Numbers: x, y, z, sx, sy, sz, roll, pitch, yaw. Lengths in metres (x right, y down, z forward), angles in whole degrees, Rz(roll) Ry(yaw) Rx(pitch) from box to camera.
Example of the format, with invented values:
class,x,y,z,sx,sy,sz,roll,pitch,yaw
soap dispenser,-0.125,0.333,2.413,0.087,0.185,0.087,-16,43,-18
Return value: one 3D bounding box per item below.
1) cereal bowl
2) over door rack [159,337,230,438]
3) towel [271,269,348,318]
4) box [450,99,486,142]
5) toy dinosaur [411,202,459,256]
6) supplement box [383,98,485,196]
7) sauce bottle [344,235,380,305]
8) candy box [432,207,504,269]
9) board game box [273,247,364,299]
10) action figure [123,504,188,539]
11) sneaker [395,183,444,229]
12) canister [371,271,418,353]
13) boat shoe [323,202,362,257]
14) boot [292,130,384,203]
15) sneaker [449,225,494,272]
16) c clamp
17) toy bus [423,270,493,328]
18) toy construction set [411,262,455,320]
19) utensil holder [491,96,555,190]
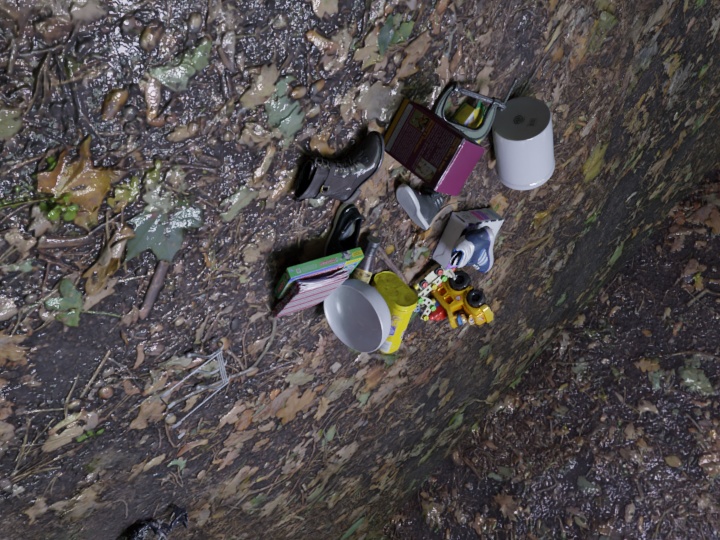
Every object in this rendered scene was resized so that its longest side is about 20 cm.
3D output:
class,x,y,z,sx,sy,sz,roll,pitch,yaw
cereal bowl,0.002,0.107,1.601,0.083,0.199,0.202,-36,149,-40
over door rack,-0.394,0.270,1.449,0.200,0.066,0.149,-51,155,-37
towel,-0.127,0.057,1.516,0.145,0.030,0.200,-16,165,-33
box,0.256,-0.342,1.594,0.200,0.048,0.117,-50,147,8
toy dinosaur,0.191,-0.131,1.754,0.201,0.060,0.106,-52,169,23
supplement box,0.161,-0.281,1.400,0.103,0.200,0.132,4,124,-51
sauce bottle,0.000,0.000,1.646,0.066,0.066,0.202,-12,132,-43
candy box,0.339,-0.103,1.930,0.198,0.071,0.169,-12,134,-42
board game box,-0.101,0.007,1.488,0.198,0.029,0.135,-17,164,-27
action figure,-0.581,0.750,1.737,0.199,0.102,0.119,-20,151,-39
sneaker,0.160,-0.197,1.625,0.100,0.070,0.200,-54,147,-8
canister,0.079,0.126,1.801,0.086,0.149,0.202,-19,141,-36
boat shoe,-0.035,-0.072,1.521,0.074,0.066,0.201,-14,136,-43
boot,-0.047,-0.224,1.338,0.173,0.069,0.201,1,126,-51
sneaker,0.324,-0.041,1.853,0.145,0.081,0.201,-27,147,-14
c clamp,0.274,-0.407,1.509,0.198,0.027,0.173,4,118,-25
toy bus,0.316,0.121,2.041,0.191,0.201,0.136,-36,147,-2
toy construction set,0.233,0.050,1.953,0.200,0.092,0.131,-48,125,-13
utensil holder,0.450,-0.352,1.706,0.170,0.170,0.201,-42,145,-8
